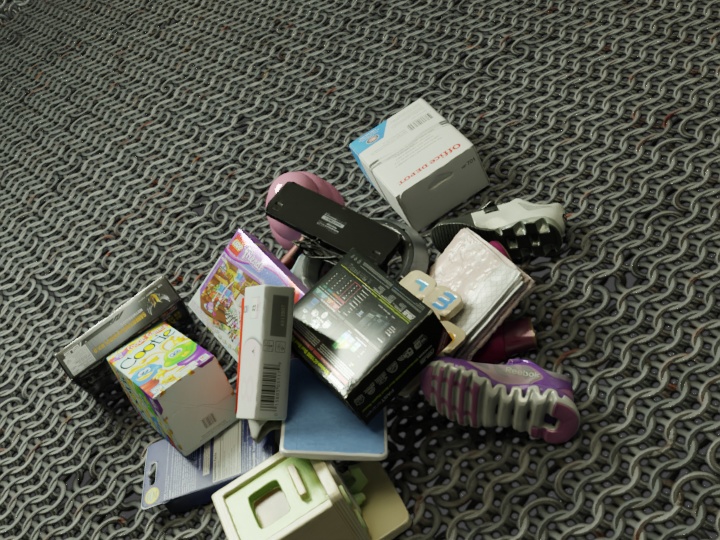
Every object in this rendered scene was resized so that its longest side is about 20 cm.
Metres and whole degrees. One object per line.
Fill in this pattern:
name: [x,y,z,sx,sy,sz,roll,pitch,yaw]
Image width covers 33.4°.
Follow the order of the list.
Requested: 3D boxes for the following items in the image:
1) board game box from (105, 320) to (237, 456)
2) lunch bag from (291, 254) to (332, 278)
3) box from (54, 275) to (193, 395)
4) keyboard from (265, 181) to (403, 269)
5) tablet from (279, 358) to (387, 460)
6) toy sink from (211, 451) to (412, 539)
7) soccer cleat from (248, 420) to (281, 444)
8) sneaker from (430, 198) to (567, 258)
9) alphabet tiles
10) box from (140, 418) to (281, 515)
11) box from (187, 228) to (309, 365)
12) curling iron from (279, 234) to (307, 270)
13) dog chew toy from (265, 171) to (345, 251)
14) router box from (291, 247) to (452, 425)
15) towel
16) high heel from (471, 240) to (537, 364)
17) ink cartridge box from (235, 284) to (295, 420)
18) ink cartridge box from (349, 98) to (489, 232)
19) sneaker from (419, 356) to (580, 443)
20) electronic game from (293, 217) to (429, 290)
board game box: [-0.264,0.161,1.690,0.104,0.104,0.199,-35,26,-20]
lunch bag: [-0.096,0.065,1.748,0.198,0.083,0.162,-26,41,6]
box: [-0.353,0.102,1.818,0.199,0.159,0.048,-36,78,-10]
keyboard: [-0.046,-0.048,1.676,0.198,0.040,0.104,27,51,20]
tablet: [-0.032,0.170,1.489,0.128,0.014,0.201,3,30,-2]
toy sink: [-0.060,0.284,1.439,0.199,0.113,0.131,-31,37,-3]
soccer cleat: [-0.054,0.185,1.583,0.197,0.069,0.086,-4,61,5]
sneaker: [0.200,-0.060,1.712,0.198,0.075,0.089,-1,35,24]
alphabet tiles: [0.035,0.081,1.549,0.200,0.015,0.195,-40,45,-20]
box: [-0.201,0.257,1.631,0.198,0.033,0.122,-20,37,11]
box: [-0.146,0.051,1.672,0.137,0.039,0.200,-55,50,9]
curling iron: [-0.117,-0.014,1.727,0.201,0.049,0.026,-57,14,-1]
dog chew toy: [-0.090,-0.094,1.828,0.123,0.200,0.126,-2,78,9]
router box: [-0.001,0.077,1.484,0.150,0.062,0.200,-42,39,-7]
towel: [0.119,0.050,1.598,0.200,0.032,0.191,-50,29,1]
high heel: [0.168,0.039,1.606,0.095,0.068,0.201,-14,41,2]
ink cartridge box: [-0.142,0.106,1.528,0.199,0.056,0.165,-9,76,61]
ink cartridge box: [0.090,-0.169,1.889,0.146,0.086,0.200,-32,38,-4]
sneaker: [0.172,0.142,1.456,0.198,0.081,0.089,14,37,9]
electronic game: [0.000,0.000,1.678,0.197,0.042,0.201,-10,45,10]
